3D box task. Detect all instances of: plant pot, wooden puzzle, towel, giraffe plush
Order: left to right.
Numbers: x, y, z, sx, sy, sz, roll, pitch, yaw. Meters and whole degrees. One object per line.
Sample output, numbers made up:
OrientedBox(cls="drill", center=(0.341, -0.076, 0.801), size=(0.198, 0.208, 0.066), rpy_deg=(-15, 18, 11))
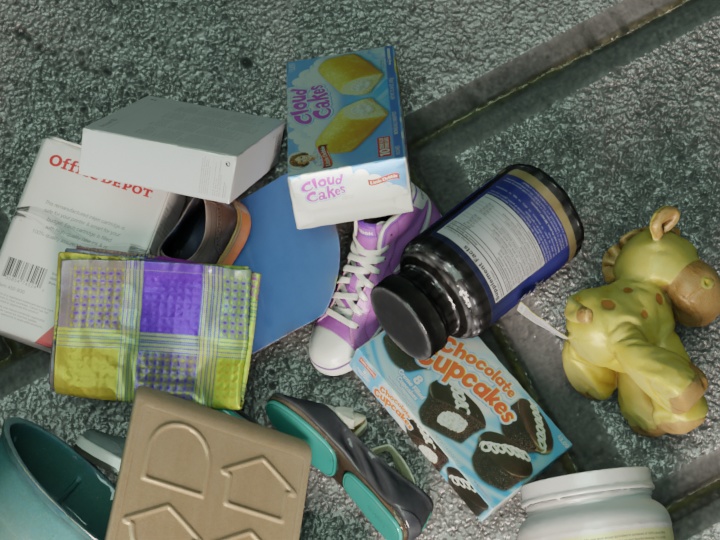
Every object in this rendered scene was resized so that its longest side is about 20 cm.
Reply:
OrientedBox(cls="plant pot", center=(-0.324, 0.278, 1.546), size=(0.200, 0.200, 0.196), rpy_deg=(44, 93, 13))
OrientedBox(cls="towel", center=(-0.201, 0.057, 1.572), size=(0.199, 0.023, 0.145), rpy_deg=(6, 85, 8))
OrientedBox(cls="wooden puzzle", center=(-0.142, 0.222, 1.503), size=(0.184, 0.046, 0.201), rpy_deg=(21, 55, -23))
OrientedBox(cls="giraffe plush", center=(0.272, 0.037, 1.555), size=(0.200, 0.173, 0.162), rpy_deg=(41, 72, -4))

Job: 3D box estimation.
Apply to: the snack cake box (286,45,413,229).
OrientedBox(cls="snack cake box", center=(-0.013, -0.133, 1.610), size=(0.114, 0.067, 0.201), rpy_deg=(-8, 39, 3))

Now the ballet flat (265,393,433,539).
OrientedBox(cls="ballet flat", center=(-0.005, 0.181, 1.596), size=(0.073, 0.073, 0.200), rpy_deg=(-45, 71, -5))

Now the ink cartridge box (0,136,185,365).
OrientedBox(cls="ink cartridge box", center=(-0.278, -0.014, 1.653), size=(0.146, 0.083, 0.201), rpy_deg=(18, 80, 9))

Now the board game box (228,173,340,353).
OrientedBox(cls="board game box", center=(-0.095, 0.005, 1.644), size=(0.199, 0.039, 0.159), rpy_deg=(-29, 63, 23))

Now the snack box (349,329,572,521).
OrientedBox(cls="snack box", center=(0.096, 0.129, 1.584), size=(0.116, 0.037, 0.200), rpy_deg=(-33, 74, -31))

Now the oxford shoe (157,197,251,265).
OrientedBox(cls="oxford shoe", center=(-0.186, 0.012, 1.628), size=(0.071, 0.073, 0.201), rpy_deg=(27, 92, 35))

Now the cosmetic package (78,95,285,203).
OrientedBox(cls="cosmetic package", center=(-0.171, -0.122, 1.610), size=(0.150, 0.200, 0.052), rpy_deg=(13, 107, 8))

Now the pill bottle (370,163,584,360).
OrientedBox(cls="pill bottle", center=(0.109, -0.006, 1.573), size=(0.200, 0.112, 0.112), rpy_deg=(-37, 76, -22))

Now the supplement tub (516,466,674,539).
OrientedBox(cls="supplement tub", center=(0.222, 0.289, 1.504), size=(0.144, 0.145, 0.201), rpy_deg=(-9, 76, 4))

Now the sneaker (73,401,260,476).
OrientedBox(cls="sneaker", center=(-0.169, 0.159, 1.601), size=(0.199, 0.084, 0.121), rpy_deg=(19, 84, 2))

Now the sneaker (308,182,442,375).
OrientedBox(cls="sneaker", center=(0.000, 0.000, 1.602), size=(0.072, 0.114, 0.201), rpy_deg=(26, 77, 30))
